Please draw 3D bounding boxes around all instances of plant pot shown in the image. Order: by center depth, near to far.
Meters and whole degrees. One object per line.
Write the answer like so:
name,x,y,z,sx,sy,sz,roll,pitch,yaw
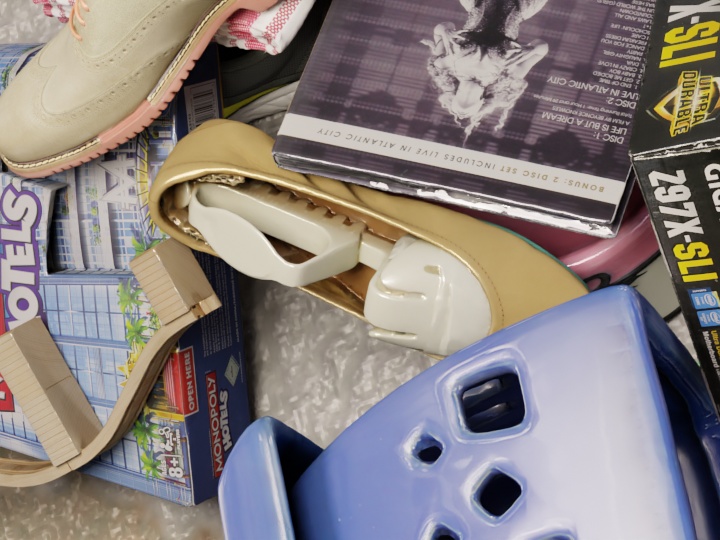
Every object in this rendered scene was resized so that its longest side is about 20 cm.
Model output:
plant pot,0.059,0.138,1.136,0.179,0.200,0.200,-16,70,13

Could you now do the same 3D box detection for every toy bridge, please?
toy bridge,-0.135,0.054,1.313,0.200,0.027,0.067,-28,91,31

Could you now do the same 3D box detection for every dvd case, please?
dvd case,0.065,-0.113,1.261,0.148,0.016,0.200,12,62,17

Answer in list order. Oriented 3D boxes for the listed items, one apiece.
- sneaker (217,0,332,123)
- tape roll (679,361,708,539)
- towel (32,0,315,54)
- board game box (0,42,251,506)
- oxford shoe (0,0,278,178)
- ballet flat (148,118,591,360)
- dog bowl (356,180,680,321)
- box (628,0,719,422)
sneaker,-0.087,-0.090,1.383,0.200,0.085,0.075,-34,64,8
tape roll,0.214,0.105,1.228,0.200,0.048,0.201,-6,72,20
towel,-0.055,-0.164,1.339,0.200,0.030,0.146,14,67,50
board game box,-0.155,0.000,1.362,0.199,0.062,0.200,0,101,27
oxford shoe,-0.097,-0.117,1.252,0.200,0.074,0.071,-42,45,23
ballet flat,0.000,0.000,1.248,0.200,0.063,0.069,23,124,19
dog bowl,0.076,-0.066,1.309,0.200,0.074,0.201,-4,76,16
box,0.158,-0.044,1.186,0.049,0.160,0.200,-10,34,21
